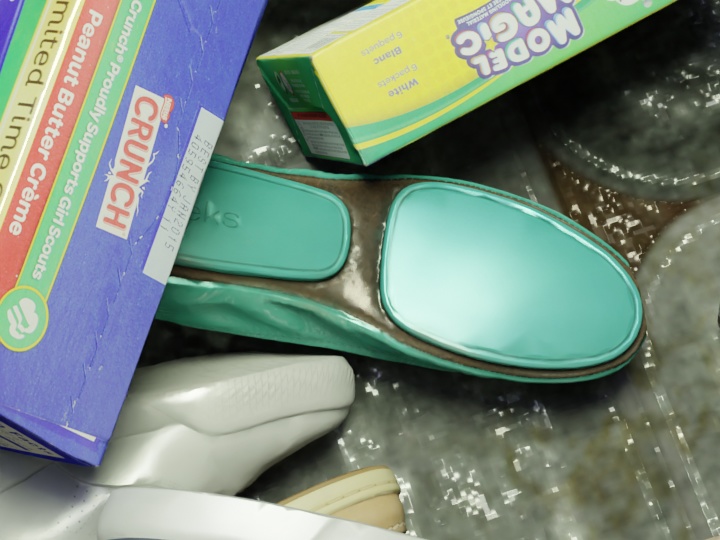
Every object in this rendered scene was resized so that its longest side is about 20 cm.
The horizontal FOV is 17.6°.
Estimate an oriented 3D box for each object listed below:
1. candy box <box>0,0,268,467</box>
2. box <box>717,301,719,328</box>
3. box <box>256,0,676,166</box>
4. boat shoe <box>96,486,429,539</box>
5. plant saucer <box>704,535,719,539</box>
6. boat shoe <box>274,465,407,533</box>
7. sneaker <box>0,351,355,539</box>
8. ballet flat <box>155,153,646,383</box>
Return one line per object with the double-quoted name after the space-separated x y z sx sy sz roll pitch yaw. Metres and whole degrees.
-0.142 -0.038 0.769 0.199 0.077 0.170 6 71 44 "candy box"
0.249 0.006 0.804 0.200 0.050 0.158 -37 66 -13 "box"
0.066 -0.104 0.839 0.199 0.117 0.049 -30 100 -8 "box"
0.012 0.120 0.707 0.199 0.071 0.070 18 76 -11 "boat shoe"
0.143 0.181 0.737 0.199 0.037 0.202 -2 64 4 "plant saucer"
-0.058 0.140 0.761 0.200 0.071 0.065 -37 79 -10 "boat shoe"
-0.089 0.086 0.794 0.199 0.075 0.089 -18 97 -19 "sneaker"
0.000 0.000 0.815 0.199 0.070 0.068 12 74 -6 "ballet flat"
